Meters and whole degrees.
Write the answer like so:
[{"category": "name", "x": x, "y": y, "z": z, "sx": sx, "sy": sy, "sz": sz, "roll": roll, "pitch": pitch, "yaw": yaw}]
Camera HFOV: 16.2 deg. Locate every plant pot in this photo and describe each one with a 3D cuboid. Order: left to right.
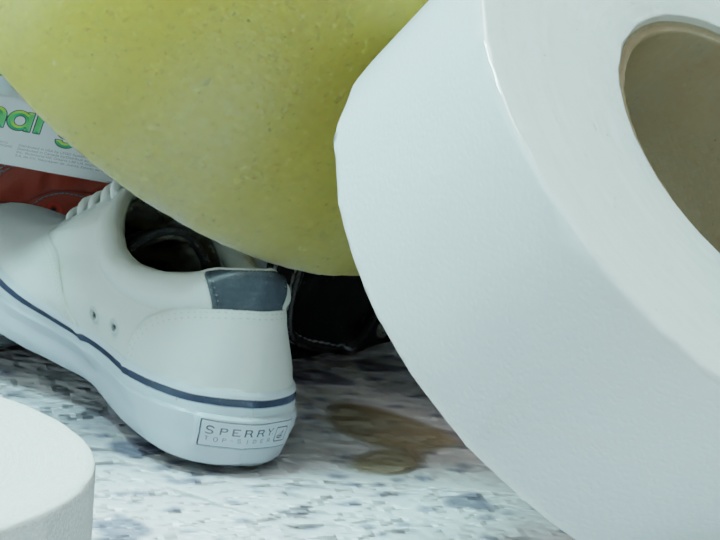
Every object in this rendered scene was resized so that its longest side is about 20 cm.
[{"category": "plant pot", "x": -0.016, "y": -0.119, "z": 0.821, "sx": 0.200, "sy": 0.142, "sz": 0.200, "roll": 31, "pitch": 28, "yaw": -19}]

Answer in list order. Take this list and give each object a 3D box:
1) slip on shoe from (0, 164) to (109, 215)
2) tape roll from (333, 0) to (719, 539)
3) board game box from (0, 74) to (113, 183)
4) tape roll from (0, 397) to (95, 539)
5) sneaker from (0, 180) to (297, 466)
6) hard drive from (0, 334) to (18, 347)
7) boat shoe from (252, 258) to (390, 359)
[{"category": "slip on shoe", "x": -0.130, "y": -0.040, "z": 0.991, "sx": 0.200, "sy": 0.061, "sz": 0.074, "roll": 4, "pitch": 11, "yaw": 23}, {"category": "tape roll", "x": 0.093, "y": -0.009, "z": 0.718, "sx": 0.202, "sy": 0.071, "sz": 0.203, "roll": 27, "pitch": 39, "yaw": -24}, {"category": "board game box", "x": -0.101, "y": -0.084, "z": 0.914, "sx": 0.200, "sy": 0.035, "sz": 0.126, "roll": 10, "pitch": 40, "yaw": -19}, {"category": "tape roll", "x": -0.168, "y": 0.061, "z": 0.642, "sx": 0.202, "sy": 0.037, "sz": 0.203, "roll": 4, "pitch": 11, "yaw": -1}, {"category": "sneaker", "x": -0.075, "y": 0.001, "z": 0.864, "sx": 0.073, "sy": 0.071, "sz": 0.200, "roll": 4, "pitch": 15, "yaw": -36}, {"category": "hard drive", "x": -0.143, "y": 0.002, "z": 1.007, "sx": 0.132, "sy": 0.025, "sz": 0.200, "roll": 13, "pitch": 13, "yaw": 37}, {"category": "boat shoe", "x": 0.000, "y": 0.000, "z": 0.974, "sx": 0.068, "sy": 0.072, "sz": 0.200, "roll": 12, "pitch": 9, "yaw": 15}]
